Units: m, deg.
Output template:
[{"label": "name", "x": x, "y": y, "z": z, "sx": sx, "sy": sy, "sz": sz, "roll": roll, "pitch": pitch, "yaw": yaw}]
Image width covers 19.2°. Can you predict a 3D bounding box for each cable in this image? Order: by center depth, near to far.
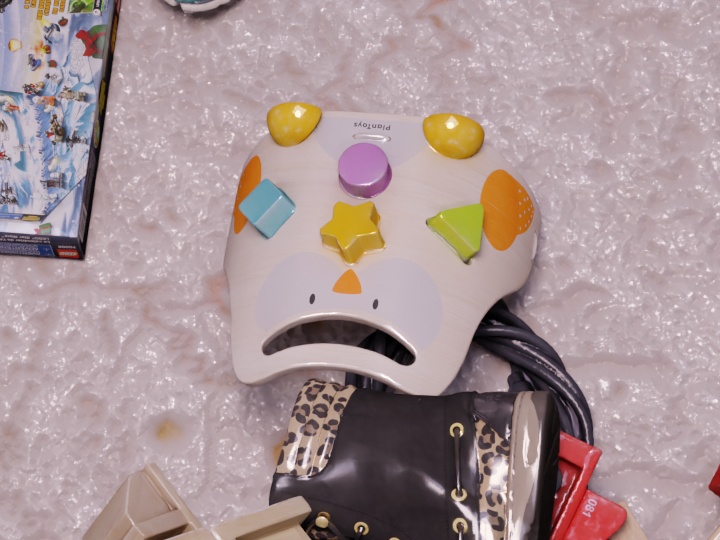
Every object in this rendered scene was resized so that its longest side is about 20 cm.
[{"label": "cable", "x": 0.063, "y": 0.103, "z": 1.292, "sx": 0.162, "sy": 0.051, "sz": 0.201, "roll": 18, "pitch": 67, "yaw": 9}]

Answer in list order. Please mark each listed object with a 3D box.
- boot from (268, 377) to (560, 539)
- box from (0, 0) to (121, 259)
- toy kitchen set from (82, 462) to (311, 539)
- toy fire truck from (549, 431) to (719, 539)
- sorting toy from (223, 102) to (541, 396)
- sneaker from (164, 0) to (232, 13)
[{"label": "boot", "x": 0.024, "y": 0.155, "z": 1.179, "sx": 0.150, "sy": 0.073, "sz": 0.201, "roll": 8, "pitch": 80, "yaw": 16}, {"label": "box", "x": -0.237, "y": -0.108, "z": 1.401, "sx": 0.136, "sy": 0.040, "sz": 0.201, "roll": 5, "pitch": 66, "yaw": 2}, {"label": "toy kitchen set", "x": -0.136, "y": 0.197, "z": 1.143, "sx": 0.180, "sy": 0.200, "sz": 0.163, "roll": -12, "pitch": 56, "yaw": -51}, {"label": "toy fire truck", "x": 0.149, "y": 0.164, "z": 1.233, "sx": 0.141, "sy": 0.049, "sz": 0.201, "roll": 26, "pitch": 82, "yaw": 0}, {"label": "sorting toy", "x": 0.000, "y": 0.000, "z": 1.283, "sx": 0.199, "sy": 0.107, "sz": 0.181, "roll": 4, "pitch": 53, "yaw": 10}, {"label": "sneaker", "x": -0.080, "y": -0.263, "z": 1.443, "sx": 0.077, "sy": 0.080, "sz": 0.200, "roll": 28, "pitch": 70, "yaw": 13}]
